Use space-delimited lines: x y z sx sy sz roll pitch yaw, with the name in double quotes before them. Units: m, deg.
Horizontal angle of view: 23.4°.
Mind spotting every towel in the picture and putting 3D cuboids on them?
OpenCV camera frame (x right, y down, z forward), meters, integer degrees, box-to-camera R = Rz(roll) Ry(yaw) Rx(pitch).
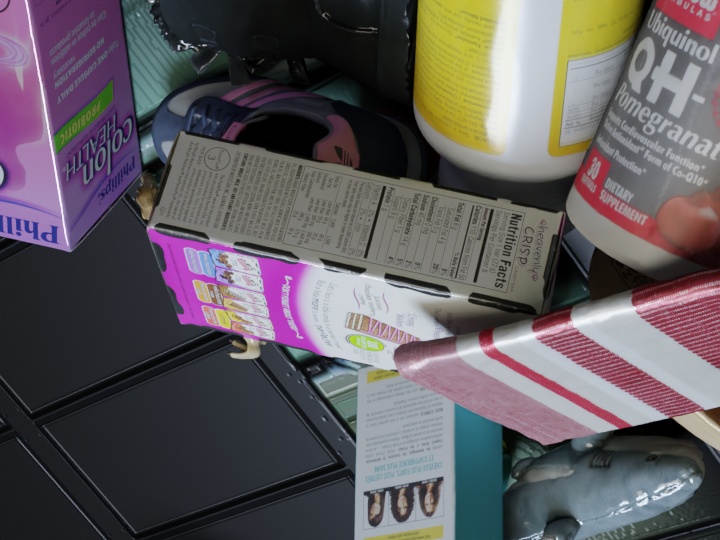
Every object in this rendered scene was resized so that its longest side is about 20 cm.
"towel" 0.136 0.039 0.834 0.200 0.023 0.144 -16 153 32

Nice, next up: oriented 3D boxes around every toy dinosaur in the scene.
"toy dinosaur" -0.069 0.009 1.058 0.200 0.058 0.101 26 157 33

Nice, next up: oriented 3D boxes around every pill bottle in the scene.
"pill bottle" 0.182 -0.094 0.810 0.111 0.111 0.200 25 109 8
"pill bottle" 0.083 -0.116 0.872 0.112 0.112 0.200 16 130 16

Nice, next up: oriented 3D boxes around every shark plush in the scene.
"shark plush" 0.112 0.142 1.046 0.200 0.083 0.091 -19 112 15

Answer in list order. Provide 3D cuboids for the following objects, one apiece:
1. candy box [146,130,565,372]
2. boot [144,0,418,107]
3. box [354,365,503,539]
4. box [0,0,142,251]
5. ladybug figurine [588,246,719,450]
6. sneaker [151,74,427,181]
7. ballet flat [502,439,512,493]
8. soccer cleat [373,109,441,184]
"candy box" 0.000 0.000 0.902 0.200 0.061 0.136 13 159 6
"boot" -0.032 -0.183 0.913 0.162 0.073 0.198 19 130 21
"box" 0.041 0.150 1.046 0.082 0.200 0.049 -17 153 41
"box" -0.239 -0.132 1.037 0.176 0.097 0.200 12 130 19
"ladybug figurine" 0.211 0.028 0.944 0.200 0.072 0.136 43 132 -9
"sneaker" -0.061 -0.075 0.971 0.200 0.082 0.070 10 96 40
"ballet flat" 0.056 0.175 1.155 0.067 0.067 0.200 32 134 31
"soccer cleat" 0.050 -0.001 1.012 0.069 0.085 0.200 -32 88 7
